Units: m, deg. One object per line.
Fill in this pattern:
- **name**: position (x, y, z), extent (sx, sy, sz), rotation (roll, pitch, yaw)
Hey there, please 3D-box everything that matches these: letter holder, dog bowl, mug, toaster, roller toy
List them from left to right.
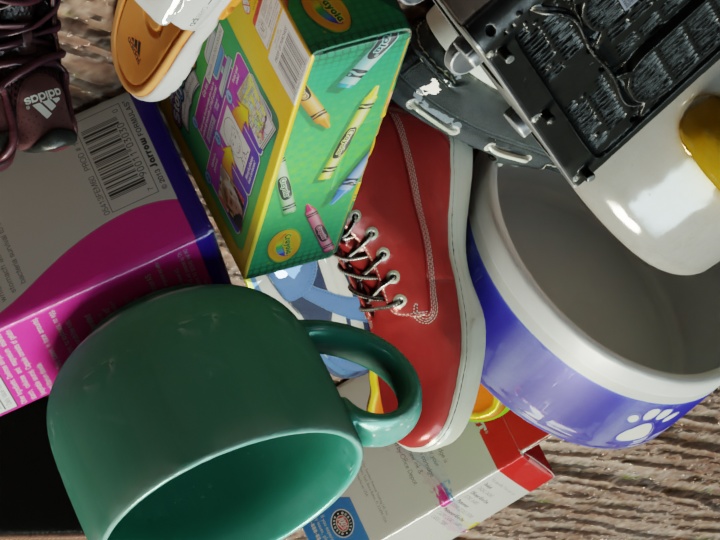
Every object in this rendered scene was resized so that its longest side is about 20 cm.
- **letter holder**: position (-0.229, 0.157, 1.836), extent (0.199, 0.101, 0.142), rotation (5, 142, -46)
- **mug**: position (-0.078, 0.078, 1.585), extent (0.185, 0.115, 0.152), rotation (2, 142, -47)
- **dog bowl**: position (0.137, 0.004, 1.775), extent (0.199, 0.201, 0.079), rotation (-1, 147, -41)
- **toaster**: position (0.119, -0.165, 1.434), extent (0.200, 0.119, 0.181), rotation (-42, 151, 1)
- **roller toy**: position (0.179, -0.105, 1.634), extent (0.140, 0.183, 0.200), rotation (-37, 169, 19)

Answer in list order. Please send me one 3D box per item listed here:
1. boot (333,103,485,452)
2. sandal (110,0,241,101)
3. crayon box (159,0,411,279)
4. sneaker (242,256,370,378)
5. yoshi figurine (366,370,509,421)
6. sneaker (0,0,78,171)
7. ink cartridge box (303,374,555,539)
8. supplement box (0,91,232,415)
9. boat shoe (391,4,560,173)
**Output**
- **boot**: position (0.000, 0.000, 1.666), extent (0.072, 0.201, 0.144), rotation (-11, 167, 40)
- **sandal**: position (-0.099, -0.144, 1.431), extent (0.059, 0.079, 0.207), rotation (-13, 153, -30)
- **crayon box**: position (-0.042, -0.101, 1.515), extent (0.058, 0.119, 0.200), rotation (-15, 152, -22)
- **sneaker**: position (-0.012, 0.005, 1.788), extent (0.082, 0.074, 0.200), rotation (-32, 154, 7)
- **yoshi figurine**: position (0.067, 0.064, 1.861), extent (0.112, 0.112, 0.200), rotation (-56, 177, 19)
- **sneaker**: position (-0.150, -0.120, 1.387), extent (0.075, 0.116, 0.200), rotation (-10, 150, -29)
- **ink cartridge box**: position (0.048, 0.114, 1.986), extent (0.200, 0.117, 0.067), rotation (-31, 152, 11)
- **supplement box**: position (-0.180, 0.001, 1.594), extent (0.199, 0.101, 0.103), rotation (-23, 155, -5)
- **boat shoe**: position (0.081, -0.094, 1.697), extent (0.060, 0.076, 0.200), rotation (-39, 139, 18)
